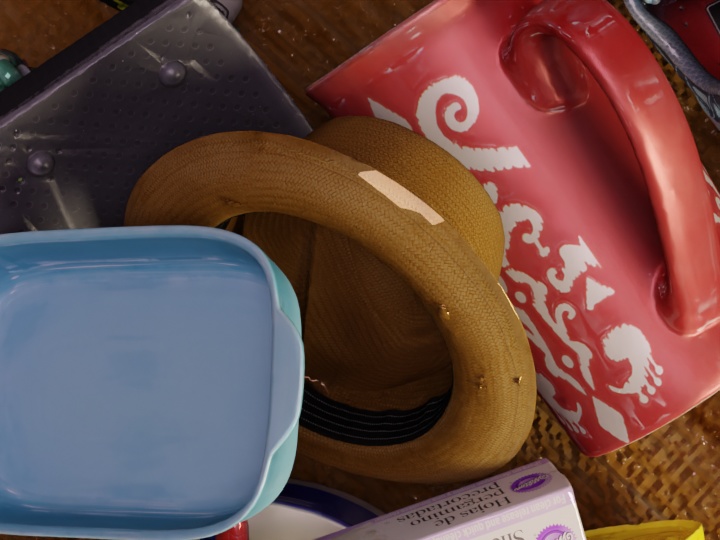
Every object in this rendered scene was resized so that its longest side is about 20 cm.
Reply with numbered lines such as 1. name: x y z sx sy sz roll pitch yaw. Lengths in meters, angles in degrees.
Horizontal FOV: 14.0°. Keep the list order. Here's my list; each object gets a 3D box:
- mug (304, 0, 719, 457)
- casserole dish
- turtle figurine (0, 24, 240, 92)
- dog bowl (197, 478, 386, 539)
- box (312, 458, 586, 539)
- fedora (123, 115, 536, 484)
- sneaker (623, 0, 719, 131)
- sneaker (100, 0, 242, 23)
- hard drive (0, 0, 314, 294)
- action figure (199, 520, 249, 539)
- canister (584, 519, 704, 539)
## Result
1. mug: 0.084 -0.028 1.228 0.133 0.178 0.200 -33 94 7
2. casserole dish: -0.096 0.045 1.150 0.200 0.039 0.121 -2 83 34
3. turtle figurine: -0.146 -0.049 1.271 0.200 0.101 0.150 -9 136 -7
4. dog bowl: -0.046 0.194 1.288 0.200 0.079 0.200 0 92 4
5. box: -0.007 0.130 1.173 0.200 0.039 0.041 -18 107 -7
6. fedora: 0.000 0.000 1.182 0.200 0.201 0.082 33 56 3
7. sneaker: 0.142 -0.135 1.235 0.079 0.096 0.200 -38 66 11
8. sneaker: -0.131 -0.177 1.286 0.200 0.075 0.076 36 83 -4
9. hard drive: -0.076 -0.023 1.234 0.135 0.042 0.200 -35 130 0
10. action figure: -0.101 0.102 1.216 0.200 0.065 0.099 4 101 5
11. canister: 0.113 0.219 1.243 0.086 0.149 0.200 -10 93 22
